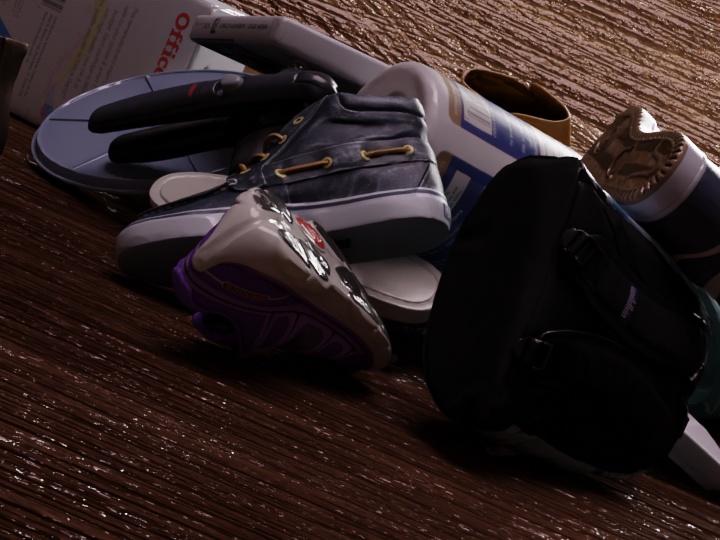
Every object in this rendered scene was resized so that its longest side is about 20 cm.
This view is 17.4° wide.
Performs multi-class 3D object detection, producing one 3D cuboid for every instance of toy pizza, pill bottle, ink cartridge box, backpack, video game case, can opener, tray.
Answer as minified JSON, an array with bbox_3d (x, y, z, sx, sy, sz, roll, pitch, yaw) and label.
[{"bbox_3d":[-0.132,-0.091,1.657,0.199,0.032,0.200,-4,27,2],"label":"toy pizza"},{"bbox_3d":[0.083,-0.045,1.522,0.199,0.111,0.111,27,5,-31],"label":"pill bottle"},{"bbox_3d":[-0.196,-0.170,1.837,0.199,0.145,0.085,27,7,27],"label":"ink cartridge box"},{"bbox_3d":[0.124,0.040,1.365,0.199,0.164,0.153,26,-10,-37],"label":"backpack"},{"bbox_3d":[-0.002,-0.128,1.621,0.199,0.023,0.182,23,-3,-23],"label":"video game case"},{"bbox_3d":[-0.097,-0.099,1.533,0.199,0.064,0.079,2,38,33],"label":"can opener"},{"bbox_3d":[0.202,0.099,1.578,0.107,0.022,0.200,41,6,-7],"label":"tray"}]

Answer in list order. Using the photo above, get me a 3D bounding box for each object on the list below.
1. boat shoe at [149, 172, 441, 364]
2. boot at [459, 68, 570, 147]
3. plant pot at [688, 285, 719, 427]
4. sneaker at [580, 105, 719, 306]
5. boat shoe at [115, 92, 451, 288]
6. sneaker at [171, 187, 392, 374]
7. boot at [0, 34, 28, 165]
[{"bbox_3d":[-0.044,-0.001,1.477,0.199,0.061,0.074,21,39,5],"label":"boat shoe"},{"bbox_3d":[0.155,-0.072,1.871,0.200,0.071,0.144,28,-35,10],"label":"boot"},{"bbox_3d":[0.298,0.043,1.789,0.133,0.201,0.200,-10,23,-25],"label":"plant pot"},{"bbox_3d":[0.195,-0.037,1.424,0.108,0.070,0.200,39,3,-11],"label":"sneaker"},{"bbox_3d":[-0.050,-0.048,1.399,0.199,0.091,0.071,-7,-27,-6],"label":"boat shoe"},{"bbox_3d":[-0.048,0.015,1.308,0.081,0.083,0.200,60,10,28],"label":"sneaker"},{"bbox_3d":[-0.282,-0.128,1.483,0.200,0.097,0.075,29,10,35],"label":"boot"}]
